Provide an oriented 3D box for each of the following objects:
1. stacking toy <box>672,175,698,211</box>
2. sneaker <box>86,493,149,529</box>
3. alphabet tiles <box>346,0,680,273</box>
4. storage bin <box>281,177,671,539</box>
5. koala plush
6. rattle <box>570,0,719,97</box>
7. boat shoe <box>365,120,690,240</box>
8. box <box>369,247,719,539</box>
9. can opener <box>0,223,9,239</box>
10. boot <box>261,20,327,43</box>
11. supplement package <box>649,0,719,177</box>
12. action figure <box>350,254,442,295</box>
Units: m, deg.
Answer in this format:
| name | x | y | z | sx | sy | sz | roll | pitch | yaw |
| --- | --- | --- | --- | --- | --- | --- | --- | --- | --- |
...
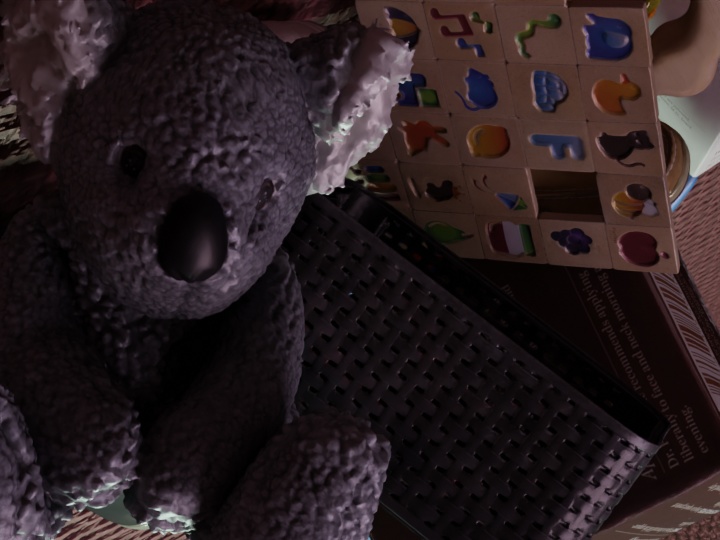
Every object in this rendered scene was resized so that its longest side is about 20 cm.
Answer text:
| name | x | y | z | sx | sy | sz | roll | pitch | yaw |
| --- | --- | --- | --- | --- | --- | --- | --- | --- | --- |
| stacking toy | 0.111 | -0.082 | 1.043 | 0.110 | 0.116 | 0.199 | -49 | 148 | 17 |
| sneaker | -0.096 | 0.093 | 1.016 | 0.199 | 0.075 | 0.106 | -34 | 157 | 15 |
| alphabet tiles | 0.058 | -0.074 | 0.795 | 0.201 | 0.166 | 0.008 | 72 | 31 | -44 |
| storage bin | 0.034 | 0.051 | 0.786 | 0.094 | 0.200 | 0.135 | -53 | 170 | 8 |
| koala plush | -0.074 | -0.011 | 0.633 | 0.184 | 0.176 | 0.201 | -108 | -152 | -66 |
| rattle | 0.131 | -0.192 | 0.835 | 0.143 | 0.129 | 0.201 | -53 | 141 | -36 |
| boat shoe | 0.063 | -0.059 | 0.858 | 0.198 | 0.072 | 0.076 | -2 | 153 | 19 |
| box | 0.104 | 0.080 | 0.948 | 0.199 | 0.167 | 0.164 | -29 | 162 | 16 |
| can opener | -0.187 | 0.028 | 0.721 | 0.200 | 0.079 | 0.064 | -36 | 162 | -49 |
| boot | -0.088 | -0.032 | 0.767 | 0.201 | 0.074 | 0.095 | -55 | 158 | 20 |
| supplement package | 0.223 | -0.170 | 0.975 | 0.121 | 0.120 | 0.200 | -33 | 163 | -20 |
| action figure | 0.000 | 0.000 | 0.969 | 0.199 | 0.066 | 0.099 | -20 | 157 | -11 |
